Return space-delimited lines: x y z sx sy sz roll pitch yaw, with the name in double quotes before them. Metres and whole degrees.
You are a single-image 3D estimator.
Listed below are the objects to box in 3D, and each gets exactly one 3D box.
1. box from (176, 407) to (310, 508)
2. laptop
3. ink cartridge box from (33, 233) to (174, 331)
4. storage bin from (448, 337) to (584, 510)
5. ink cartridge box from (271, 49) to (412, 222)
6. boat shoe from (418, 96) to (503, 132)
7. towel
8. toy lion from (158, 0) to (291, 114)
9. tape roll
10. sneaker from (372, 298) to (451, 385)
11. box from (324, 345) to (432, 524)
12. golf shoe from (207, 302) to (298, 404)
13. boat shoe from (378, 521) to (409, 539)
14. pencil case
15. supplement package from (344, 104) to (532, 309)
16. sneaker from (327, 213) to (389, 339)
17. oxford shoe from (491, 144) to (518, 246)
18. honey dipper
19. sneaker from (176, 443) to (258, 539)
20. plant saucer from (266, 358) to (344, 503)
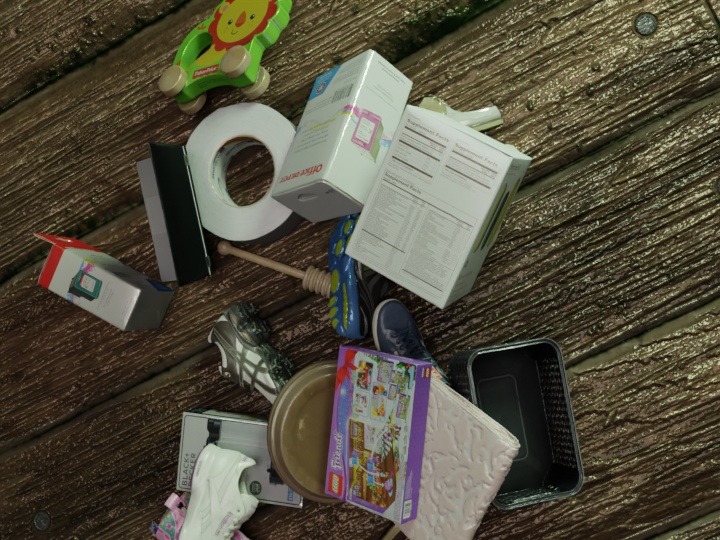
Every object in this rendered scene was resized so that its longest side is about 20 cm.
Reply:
"box" -0.166 0.274 1.162 0.195 0.060 0.120 6 89 12
"laptop" -0.288 -0.073 1.119 0.197 0.115 0.192 -7 96 42
"ink cartridge box" -0.397 0.017 1.192 0.197 0.116 0.068 26 93 12
"storage bin" 0.204 0.200 1.051 0.132 0.094 0.205 -8 83 -11
"ink cartridge box" -0.027 -0.177 1.080 0.084 0.143 0.204 31 69 -29
"boat shoe" 0.102 -0.212 1.123 0.195 0.075 0.070 -11 91 12
"towel" 0.093 0.251 1.020 0.190 0.032 0.203 37 112 36
"toy lion" -0.194 -0.345 1.177 0.196 0.069 0.196 -7 62 31
"tape roll" -0.167 -0.143 1.179 0.195 0.066 0.206 0 88 11
"sneaker" 0.081 0.134 1.090 0.074 0.084 0.204 -24 95 -25
"box" 0.022 0.210 1.038 0.135 0.039 0.205 8 93 41
"golf shoe" -0.152 0.149 1.165 0.094 0.077 0.202 -38 73 16
"boat shoe" 0.102 0.348 1.102 0.199 0.072 0.072 -42 80 0
"pencil case" -0.208 0.408 1.152 0.198 0.087 0.088 36 94 10
"supplement package" 0.103 -0.084 1.019 0.149 0.151 0.203 28 106 16
"sneaker" 0.000 0.000 1.141 0.070 0.082 0.204 -14 68 44
"oxford shoe" 0.166 -0.086 1.117 0.074 0.058 0.203 20 107 -17
"honey dipper" -0.128 -0.007 1.180 0.196 0.038 0.039 19 91 13
"sneaker" -0.196 0.348 1.086 0.097 0.075 0.205 8 78 6
"plant saucer" -0.034 0.228 1.111 0.195 0.029 0.205 0 90 -16
